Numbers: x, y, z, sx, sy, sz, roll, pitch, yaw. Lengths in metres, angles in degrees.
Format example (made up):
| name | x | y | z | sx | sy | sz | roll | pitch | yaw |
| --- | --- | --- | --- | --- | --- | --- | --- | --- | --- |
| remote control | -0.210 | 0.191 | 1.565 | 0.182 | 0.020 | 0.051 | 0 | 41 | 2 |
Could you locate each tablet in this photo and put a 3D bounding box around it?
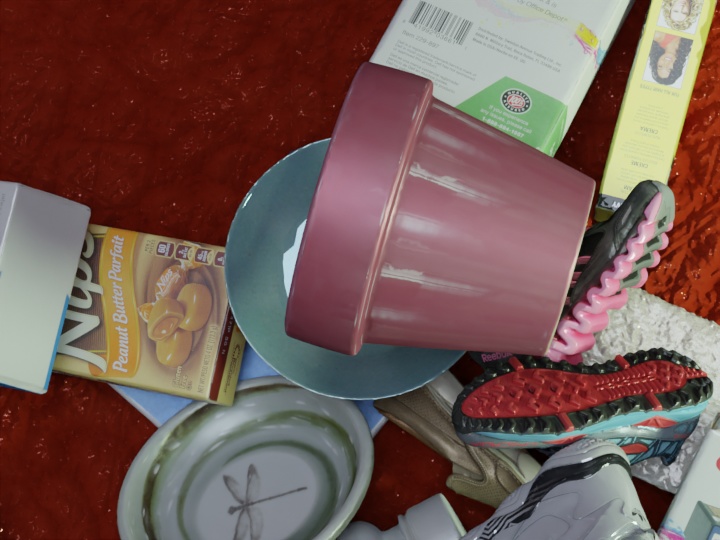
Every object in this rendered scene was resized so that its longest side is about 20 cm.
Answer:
| name | x | y | z | sx | sy | sz | roll | pitch | yaw |
| --- | --- | --- | --- | --- | --- | --- | --- | --- | --- |
| tablet | -0.090 | 0.092 | 1.787 | 0.200 | 0.014 | 0.130 | 40 | 89 | 9 |

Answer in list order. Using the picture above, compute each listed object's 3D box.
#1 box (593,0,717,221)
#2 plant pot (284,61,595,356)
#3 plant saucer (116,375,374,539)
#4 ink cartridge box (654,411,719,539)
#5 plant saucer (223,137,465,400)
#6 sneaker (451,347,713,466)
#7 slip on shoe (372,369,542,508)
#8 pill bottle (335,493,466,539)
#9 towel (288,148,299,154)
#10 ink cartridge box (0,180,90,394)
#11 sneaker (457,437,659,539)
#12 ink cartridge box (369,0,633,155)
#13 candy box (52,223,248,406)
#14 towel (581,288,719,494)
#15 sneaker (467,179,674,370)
| name | x | y | z | sx | sy | sz | roll | pitch | yaw |
| --- | --- | --- | --- | --- | --- | --- | --- | --- | --- |
| box | 0.224 | -0.131 | 1.746 | 0.050 | 0.075 | 0.200 | 15 | 84 | 6 |
| plant pot | 0.060 | -0.026 | 1.602 | 0.179 | 0.200 | 0.200 | 15 | 85 | 3 |
| plant saucer | -0.079 | 0.167 | 1.715 | 0.200 | 0.050 | 0.200 | -14 | 43 | 13 |
| ink cartridge box | 0.278 | 0.222 | 1.668 | 0.145 | 0.088 | 0.200 | 26 | 100 | 10 |
| plant saucer | 0.000 | 0.000 | 1.718 | 0.201 | 0.039 | 0.201 | 0 | 78 | 0 |
| sneaker | 0.156 | 0.118 | 1.656 | 0.200 | 0.079 | 0.096 | -3 | 126 | -21 |
| slip on shoe | 0.091 | 0.145 | 1.726 | 0.061 | 0.076 | 0.200 | -41 | 77 | -5 |
| pill bottle | -0.007 | 0.250 | 1.707 | 0.200 | 0.114 | 0.114 | -29 | 81 | 3 |
| towel | 0.040 | -0.037 | 1.770 | 0.200 | 0.049 | 0.112 | 3 | 84 | 8 |
| ink cartridge box | -0.315 | 0.003 | 1.747 | 0.200 | 0.084 | 0.145 | 8 | 82 | 38 |
| sneaker | 0.125 | 0.217 | 1.597 | 0.200 | 0.075 | 0.115 | -48 | 39 | 16 |
| ink cartridge box | 0.109 | -0.182 | 1.729 | 0.145 | 0.088 | 0.200 | 25 | 74 | 10 |
| candy box | -0.184 | 0.028 | 1.768 | 0.200 | 0.055 | 0.116 | 10 | 83 | 19 |
| towel | 0.230 | 0.094 | 1.737 | 0.200 | 0.034 | 0.133 | 24 | 87 | 9 |
| sneaker | 0.147 | 0.005 | 1.694 | 0.095 | 0.079 | 0.200 | 41 | 104 | 20 |
